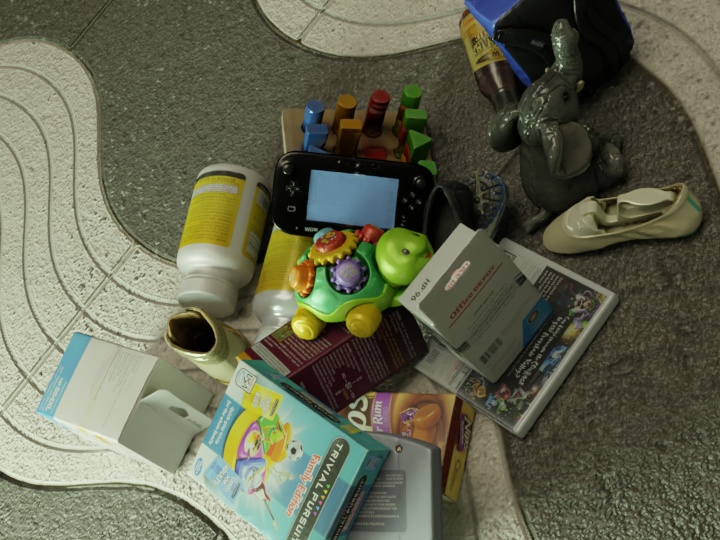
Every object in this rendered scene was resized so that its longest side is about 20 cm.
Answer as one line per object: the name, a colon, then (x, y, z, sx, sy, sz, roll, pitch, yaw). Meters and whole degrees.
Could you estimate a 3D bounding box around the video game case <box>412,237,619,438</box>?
video game case: (0.182, 0.076, 1.476, 0.182, 0.023, 0.200, 31, 81, 42)

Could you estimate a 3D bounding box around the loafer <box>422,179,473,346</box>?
loafer: (0.100, -0.008, 1.476, 0.068, 0.070, 0.201, 2, 93, 27)

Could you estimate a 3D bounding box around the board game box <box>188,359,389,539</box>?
board game box: (-0.083, 0.212, 1.367, 0.200, 0.047, 0.151, 31, 101, 32)

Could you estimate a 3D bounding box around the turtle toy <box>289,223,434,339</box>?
turtle toy: (0.000, 0.000, 1.455, 0.200, 0.101, 0.146, -4, 35, 30)

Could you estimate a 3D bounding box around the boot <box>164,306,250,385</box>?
boot: (-0.210, 0.092, 1.638, 0.073, 0.155, 0.200, -52, 48, -4)

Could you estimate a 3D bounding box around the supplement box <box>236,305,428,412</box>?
supplement box: (-0.034, 0.102, 1.507, 0.200, 0.086, 0.110, -33, 30, -14)

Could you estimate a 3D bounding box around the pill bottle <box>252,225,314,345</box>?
pill bottle: (-0.078, 0.020, 1.624, 0.112, 0.112, 0.200, -3, 61, 33)

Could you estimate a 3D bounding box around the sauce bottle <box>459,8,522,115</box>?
sauce bottle: (0.183, -0.275, 1.663, 0.066, 0.066, 0.200, -28, 51, 17)

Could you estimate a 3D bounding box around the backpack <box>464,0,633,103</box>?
backpack: (0.245, -0.320, 1.561, 0.162, 0.200, 0.168, -38, 39, 11)

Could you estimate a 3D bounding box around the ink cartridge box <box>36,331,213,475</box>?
ink cartridge box: (-0.310, 0.181, 1.670, 0.200, 0.129, 0.125, 12, 70, 39)

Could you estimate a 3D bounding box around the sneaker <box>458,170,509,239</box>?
sneaker: (0.132, -0.031, 1.548, 0.077, 0.085, 0.200, 36, 107, 18)

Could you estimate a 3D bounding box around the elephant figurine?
elephant figurine: (0.224, -0.170, 1.477, 0.141, 0.200, 0.156, -14, 56, 26)

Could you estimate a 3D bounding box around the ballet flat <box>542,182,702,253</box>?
ballet flat: (0.299, -0.066, 1.455, 0.200, 0.069, 0.070, -10, 58, 29)

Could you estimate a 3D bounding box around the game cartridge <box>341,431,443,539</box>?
game cartridge: (0.001, 0.244, 1.358, 0.200, 0.040, 0.134, -5, 84, 32)

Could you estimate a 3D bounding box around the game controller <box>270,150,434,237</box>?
game controller: (-0.010, -0.088, 1.525, 0.199, 0.042, 0.105, 6, 87, 3)

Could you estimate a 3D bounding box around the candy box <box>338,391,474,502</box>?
candy box: (0.028, 0.208, 1.475, 0.200, 0.056, 0.117, -3, 62, 34)

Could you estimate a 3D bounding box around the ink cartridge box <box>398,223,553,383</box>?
ink cartridge box: (0.124, 0.029, 1.392, 0.116, 0.200, 0.068, -51, 47, -4)

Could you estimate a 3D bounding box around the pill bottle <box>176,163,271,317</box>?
pill bottle: (-0.197, -0.040, 1.741, 0.111, 0.111, 0.200, -7, 59, 31)

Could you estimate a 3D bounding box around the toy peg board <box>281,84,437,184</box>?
toy peg board: (0.006, -0.158, 1.617, 0.199, 0.098, 0.200, 1, 54, -12)
